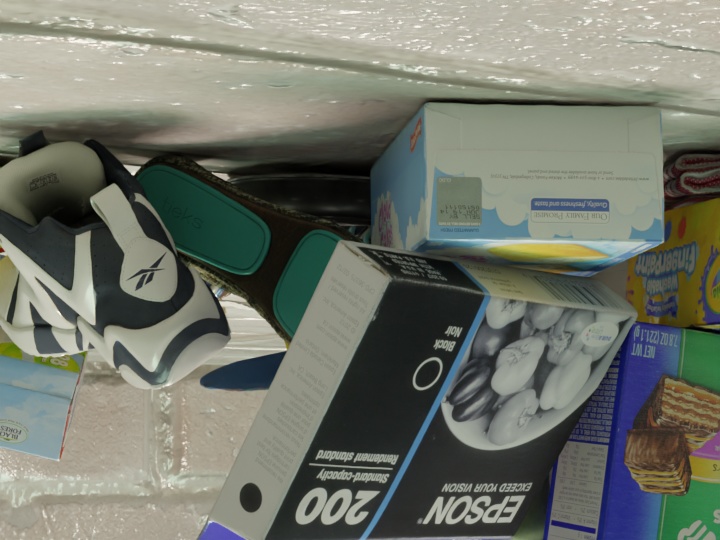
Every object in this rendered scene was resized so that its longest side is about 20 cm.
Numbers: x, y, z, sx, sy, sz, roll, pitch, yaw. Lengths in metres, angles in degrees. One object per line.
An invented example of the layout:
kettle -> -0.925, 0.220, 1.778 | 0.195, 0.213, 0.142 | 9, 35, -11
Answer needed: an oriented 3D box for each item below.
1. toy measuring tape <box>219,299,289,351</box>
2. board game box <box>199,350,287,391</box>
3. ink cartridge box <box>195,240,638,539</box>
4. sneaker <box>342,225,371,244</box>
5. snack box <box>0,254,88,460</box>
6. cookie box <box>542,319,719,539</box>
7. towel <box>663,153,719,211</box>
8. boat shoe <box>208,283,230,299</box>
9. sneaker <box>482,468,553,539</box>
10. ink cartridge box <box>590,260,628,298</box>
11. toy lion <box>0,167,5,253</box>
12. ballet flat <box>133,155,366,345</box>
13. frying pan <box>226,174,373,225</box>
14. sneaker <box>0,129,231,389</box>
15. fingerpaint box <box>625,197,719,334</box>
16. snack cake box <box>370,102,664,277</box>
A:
toy measuring tape -> -0.038, 0.058, 1.278 | 0.199, 0.074, 0.073 | 6, 180, 43
board game box -> 0.010, 0.063, 1.124 | 0.199, 0.039, 0.158 | -11, -175, -19
ink cartridge box -> 0.025, 0.088, 0.992 | 0.198, 0.201, 0.043 | 7, -153, -47
sneaker -> 0.000, 0.000, 1.232 | 0.086, 0.078, 0.200 | -9, -178, -36
snack box -> -0.258, 0.042, 1.288 | 0.168, 0.068, 0.200 | 14, -164, -6
cookie box -> 0.191, 0.138, 1.080 | 0.170, 0.201, 0.075 | 9, 175, -18
towel -> 0.241, -0.040, 1.157 | 0.146, 0.030, 0.200 | 0, 175, 1
boat shoe -> -0.122, -0.013, 1.277 | 0.072, 0.073, 0.200 | -2, -173, -35
sneaker -> 0.080, 0.078, 1.168 | 0.089, 0.201, 0.067 | -1, 140, 2
ink cartridge box -> 0.225, 0.012, 1.400 | 0.199, 0.088, 0.145 | 2, 173, -34
toy lion -> -0.247, -0.031, 1.122 | 0.191, 0.069, 0.200 | -8, 174, 4
ballet flat -> -0.036, -0.001, 1.063 | 0.200, 0.068, 0.075 | 31, -173, 25
frying pan -> 0.015, -0.041, 1.170 | 0.189, 0.031, 0.115 | 3, 177, -14
sneaker -> -0.155, -0.019, 1.040 | 0.079, 0.130, 0.199 | -33, -153, -19
fingerpaint box -> 0.254, 0.006, 1.091 | 0.166, 0.074, 0.200 | 7, 176, -9
snack cake box -> 0.073, -0.035, 1.014 | 0.114, 0.068, 0.200 | 0, 174, -6
